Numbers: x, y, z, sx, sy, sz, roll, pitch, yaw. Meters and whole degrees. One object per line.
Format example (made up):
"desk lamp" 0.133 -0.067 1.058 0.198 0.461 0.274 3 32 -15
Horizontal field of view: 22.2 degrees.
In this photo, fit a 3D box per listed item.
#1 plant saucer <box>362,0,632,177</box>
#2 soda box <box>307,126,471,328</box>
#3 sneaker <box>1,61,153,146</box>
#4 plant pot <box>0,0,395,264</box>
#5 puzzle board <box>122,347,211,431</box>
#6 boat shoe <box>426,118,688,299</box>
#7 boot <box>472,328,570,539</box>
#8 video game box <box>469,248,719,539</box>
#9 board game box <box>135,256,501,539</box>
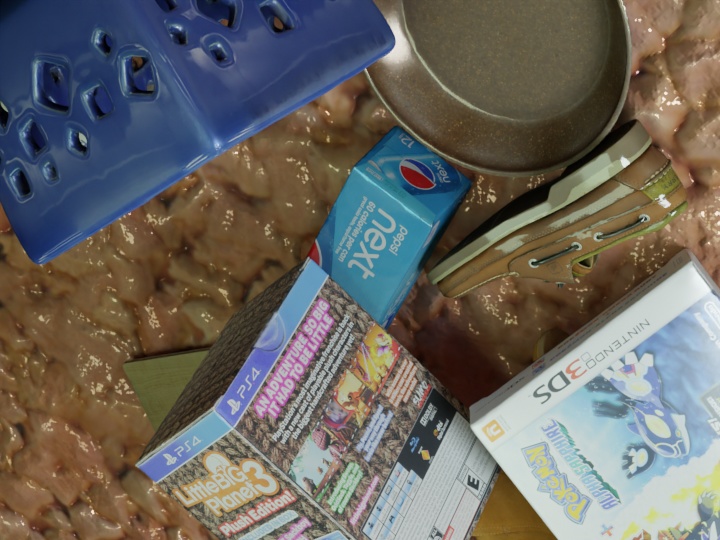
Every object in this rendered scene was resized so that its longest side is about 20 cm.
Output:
"plant saucer" 0.084 -0.156 1.155 0.199 0.037 0.202 17 127 23
"soda box" 0.000 0.000 1.288 0.068 0.064 0.201 36 133 8
"sneaker" -0.253 -0.134 1.368 0.199 0.081 0.116 36 131 6
"plant pot" -0.130 -0.146 1.116 0.199 0.200 0.181 -26 96 42
"puzzle board" -0.087 0.125 1.476 0.199 0.017 0.152 -10 112 38
"boat shoe" 0.124 -0.019 1.195 0.068 0.072 0.200 51 134 -6
"boot" 0.117 0.136 1.305 0.143 0.071 0.202 -9 119 36
"video game box" 0.200 0.119 1.198 0.182 0.047 0.200 -38 96 14
"board game box" -0.021 0.124 1.228 0.200 0.160 0.097 44 133 -11
